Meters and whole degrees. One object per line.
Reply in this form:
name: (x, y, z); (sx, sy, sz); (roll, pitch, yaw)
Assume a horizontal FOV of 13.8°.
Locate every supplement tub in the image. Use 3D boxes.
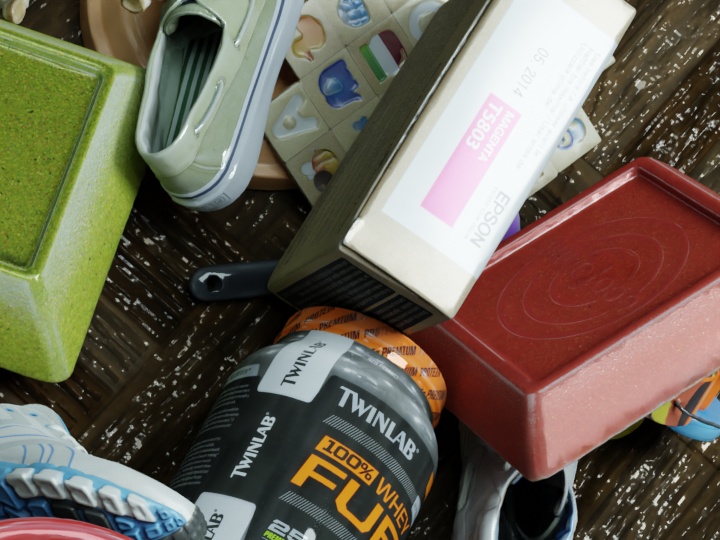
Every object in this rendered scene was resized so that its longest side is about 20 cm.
supplement tub: (-0.037, 0.124, 1.535); (0.122, 0.123, 0.200); (31, 60, -5)

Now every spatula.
spatula: (0.000, 0.000, 1.663); (0.200, 0.021, 0.057); (-6, 96, -17)

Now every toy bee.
toy bee: (0.170, 0.043, 1.634); (0.109, 0.200, 0.131); (23, 95, -15)

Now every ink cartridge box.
ink cartridge box: (0.046, -0.063, 1.585); (0.075, 0.165, 0.200); (35, 76, -9)

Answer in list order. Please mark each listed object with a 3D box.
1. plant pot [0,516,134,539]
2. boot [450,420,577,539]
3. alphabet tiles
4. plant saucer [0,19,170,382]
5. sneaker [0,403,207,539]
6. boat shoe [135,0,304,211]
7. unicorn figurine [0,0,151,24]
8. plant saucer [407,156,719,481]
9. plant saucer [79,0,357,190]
plant pot: (-0.165, 0.237, 1.397); (0.200, 0.183, 0.201); (9, 63, -18)
boot: (0.092, 0.113, 1.606); (0.073, 0.096, 0.200); (19, 61, -12)
alphabet tiles: (0.043, -0.103, 1.686); (0.200, 0.006, 0.167); (-37, 104, -13)
plant saucer: (-0.217, -0.063, 1.579); (0.200, 0.048, 0.200); (19, 61, -2)
sneaker: (-0.158, 0.101, 1.485); (0.200, 0.075, 0.087); (8, 40, 28)
boat shoe: (-0.077, -0.131, 1.623); (0.072, 0.062, 0.200); (-6, 62, 25)
unicorn figurine: (-0.158, -0.204, 1.657); (0.200, 0.074, 0.138); (10, 51, 13)
plant saucer: (0.127, 0.013, 1.588); (0.200, 0.200, 0.037); (-32, 117, -10)
plant saucer: (-0.060, -0.142, 1.704); (0.200, 0.032, 0.201); (9, 64, -18)
